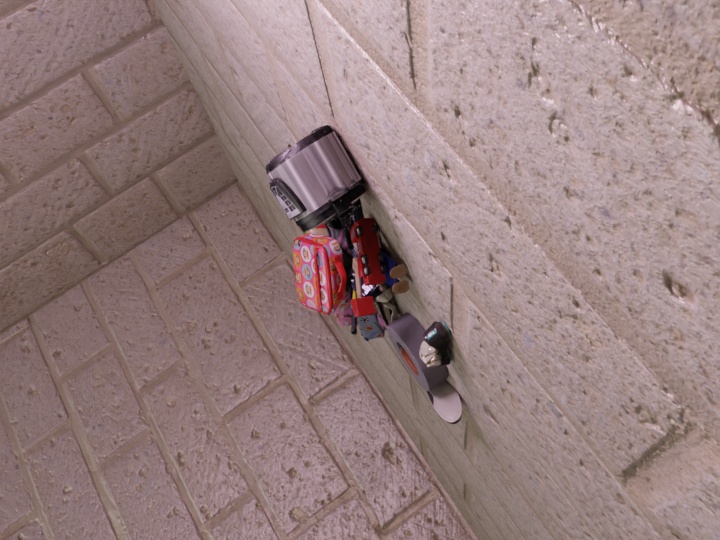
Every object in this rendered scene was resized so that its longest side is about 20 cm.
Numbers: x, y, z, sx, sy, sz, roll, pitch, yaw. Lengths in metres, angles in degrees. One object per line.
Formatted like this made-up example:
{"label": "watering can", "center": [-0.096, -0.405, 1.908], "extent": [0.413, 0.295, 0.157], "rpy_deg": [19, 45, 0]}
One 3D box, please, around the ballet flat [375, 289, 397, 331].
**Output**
{"label": "ballet flat", "center": [0.064, 0.086, 1.822], "extent": [0.070, 0.069, 0.203], "rpy_deg": [19, 140, 46]}

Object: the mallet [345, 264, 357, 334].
{"label": "mallet", "center": [-0.018, 0.071, 1.754], "extent": [0.203, 0.040, 0.067], "rpy_deg": [-87, -19, -48]}

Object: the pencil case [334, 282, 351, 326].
{"label": "pencil case", "center": [-0.058, 0.084, 1.973], "extent": [0.202, 0.084, 0.085], "rpy_deg": [71, -172, -56]}

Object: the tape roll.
{"label": "tape roll", "center": [0.148, 0.214, 1.778], "extent": [0.202, 0.065, 0.201], "rpy_deg": [56, 170, 15]}

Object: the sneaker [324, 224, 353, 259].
{"label": "sneaker", "center": [-0.054, -0.079, 1.845], "extent": [0.203, 0.081, 0.070], "rpy_deg": [61, 170, -16]}

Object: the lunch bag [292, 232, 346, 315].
{"label": "lunch bag", "center": [-0.101, 0.010, 1.804], "extent": [0.174, 0.081, 0.206], "rpy_deg": [18, 120, 45]}

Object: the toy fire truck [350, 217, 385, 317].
{"label": "toy fire truck", "center": [0.009, -0.005, 1.566], "extent": [0.141, 0.047, 0.206], "rpy_deg": [144, 117, -66]}

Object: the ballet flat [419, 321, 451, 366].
{"label": "ballet flat", "center": [0.166, 0.176, 1.546], "extent": [0.068, 0.068, 0.201], "rpy_deg": [51, 169, 29]}

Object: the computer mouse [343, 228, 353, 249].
{"label": "computer mouse", "center": [-0.043, -0.143, 1.658], "extent": [0.059, 0.033, 0.204], "rpy_deg": [-102, -6, -60]}

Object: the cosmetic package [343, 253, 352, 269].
{"label": "cosmetic package", "center": [-0.059, -0.018, 1.999], "extent": [0.091, 0.105, 0.202], "rpy_deg": [52, 168, 35]}

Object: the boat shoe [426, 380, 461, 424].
{"label": "boat shoe", "center": [0.218, 0.343, 1.798], "extent": [0.061, 0.073, 0.200], "rpy_deg": [63, 173, -34]}

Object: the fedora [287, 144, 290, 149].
{"label": "fedora", "center": [-0.122, -0.225, 1.664], "extent": [0.201, 0.080, 0.206], "rpy_deg": [164, 91, -89]}

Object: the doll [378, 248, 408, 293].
{"label": "doll", "center": [0.050, -0.012, 1.594], "extent": [0.200, 0.047, 0.140], "rpy_deg": [-133, 29, -57]}

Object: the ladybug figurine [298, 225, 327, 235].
{"label": "ladybug figurine", "center": [-0.147, -0.130, 2.204], "extent": [0.201, 0.071, 0.137], "rpy_deg": [50, 167, 39]}

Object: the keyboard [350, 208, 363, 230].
{"label": "keyboard", "center": [-0.018, -0.120, 1.658], "extent": [0.105, 0.039, 0.201], "rpy_deg": [54, 171, 26]}

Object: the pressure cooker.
{"label": "pressure cooker", "center": [-0.083, -0.176, 1.412], "extent": [0.203, 0.176, 0.176], "rpy_deg": [58, -151, -9]}

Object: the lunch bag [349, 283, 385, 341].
{"label": "lunch bag", "center": [0.018, 0.095, 1.944], "extent": [0.202, 0.073, 0.163], "rpy_deg": [70, -170, -47]}

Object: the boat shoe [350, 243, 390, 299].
{"label": "boat shoe", "center": [0.000, 0.000, 1.742], "extent": [0.075, 0.093, 0.200], "rpy_deg": [44, -177, -44]}
